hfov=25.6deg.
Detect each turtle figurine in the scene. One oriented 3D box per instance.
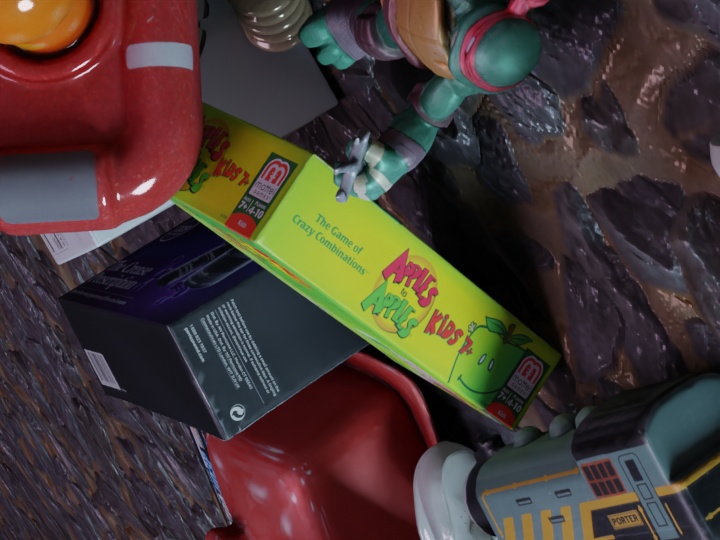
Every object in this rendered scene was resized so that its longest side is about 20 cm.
[{"bbox_3d":[0.018,-0.103,0.645,0.200,0.100,0.150,-129,35,-60],"label":"turtle figurine"}]

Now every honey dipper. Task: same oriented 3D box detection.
[{"bbox_3d":[-0.059,-0.158,0.724,0.038,0.038,0.200,49,176,20],"label":"honey dipper"}]

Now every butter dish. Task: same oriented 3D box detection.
[{"bbox_3d":[-0.032,0.148,1.012,0.200,0.148,0.200,22,138,55],"label":"butter dish"}]

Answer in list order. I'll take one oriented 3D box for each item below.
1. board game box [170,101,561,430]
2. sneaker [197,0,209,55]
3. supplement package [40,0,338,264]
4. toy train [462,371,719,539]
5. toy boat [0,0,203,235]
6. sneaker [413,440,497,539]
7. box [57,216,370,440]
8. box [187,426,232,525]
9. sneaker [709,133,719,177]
[{"bbox_3d":[0.000,0.000,0.766,0.200,0.048,0.102,37,174,-40],"label":"board game box"},{"bbox_3d":[-0.122,-0.193,0.762,0.078,0.090,0.200,167,102,-71],"label":"sneaker"},{"bbox_3d":[-0.138,-0.130,0.851,0.200,0.156,0.111,60,159,-7],"label":"supplement package"},{"bbox_3d":[0.121,0.116,0.734,0.200,0.085,0.114,-27,89,60],"label":"toy train"},{"bbox_3d":[-0.137,-0.117,0.666,0.131,0.130,0.200,95,171,-89],"label":"toy boat"},{"bbox_3d":[0.109,0.172,0.886,0.200,0.075,0.100,55,134,12],"label":"sneaker"},{"bbox_3d":[-0.078,0.020,0.947,0.200,0.141,0.079,7,124,62],"label":"box"},{"bbox_3d":[-0.063,0.192,1.265,0.159,0.046,0.200,31,146,47],"label":"box"},{"bbox_3d":[0.189,0.000,0.460,0.200,0.075,0.105,11,124,55],"label":"sneaker"}]
